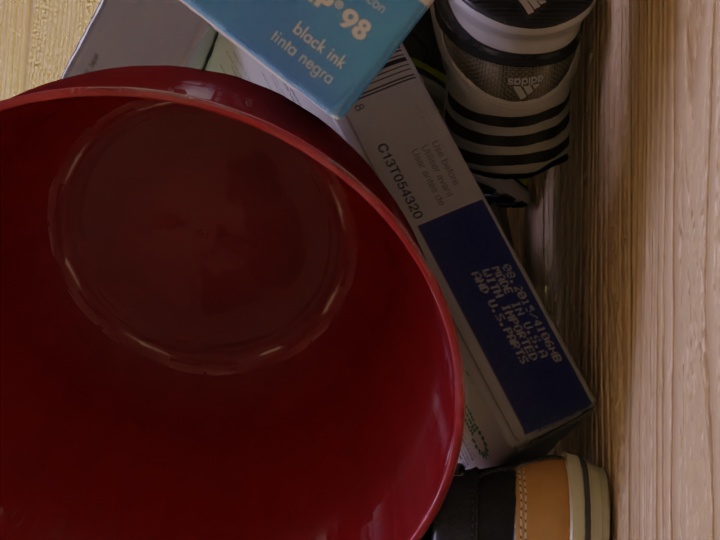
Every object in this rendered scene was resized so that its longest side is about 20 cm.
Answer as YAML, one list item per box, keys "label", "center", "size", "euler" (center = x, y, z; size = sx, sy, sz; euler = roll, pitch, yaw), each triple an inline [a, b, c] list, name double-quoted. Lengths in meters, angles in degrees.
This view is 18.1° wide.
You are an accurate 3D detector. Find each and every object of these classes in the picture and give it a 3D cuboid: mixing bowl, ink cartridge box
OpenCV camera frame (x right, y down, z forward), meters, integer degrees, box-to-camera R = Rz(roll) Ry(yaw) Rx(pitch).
- label: "mixing bowl"
  center: [-0.061, 0.012, 0.731]
  size: [0.108, 0.199, 0.201]
  euler: [-74, -11, -62]
- label: "ink cartridge box"
  center: [-0.054, -0.125, 0.891]
  size: [0.200, 0.043, 0.174]
  euler: [-57, 2, 31]
- label: "ink cartridge box"
  center: [0.000, 0.000, 0.846]
  size: [0.197, 0.043, 0.200]
  euler: [62, 161, 11]
- label: "ink cartridge box"
  center: [0.028, -0.142, 0.655]
  size: [0.200, 0.067, 0.116]
  euler: [-53, 3, 3]

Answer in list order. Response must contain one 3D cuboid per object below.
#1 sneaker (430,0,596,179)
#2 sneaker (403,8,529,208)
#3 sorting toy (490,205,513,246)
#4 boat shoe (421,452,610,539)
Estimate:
- label: "sneaker"
  center: [0.044, -0.111, 0.859]
  size: [0.201, 0.075, 0.116]
  euler: [-93, 6, -48]
- label: "sneaker"
  center: [0.036, -0.077, 0.959]
  size: [0.200, 0.074, 0.081]
  euler: [43, -124, -75]
- label: "sorting toy"
  center: [-0.018, 0.013, 1.089]
  size: [0.199, 0.199, 0.070]
  euler: [-95, -18, -52]
- label: "boat shoe"
  center: [0.036, 0.113, 0.781]
  size: [0.200, 0.062, 0.075]
  euler: [107, 165, -65]
